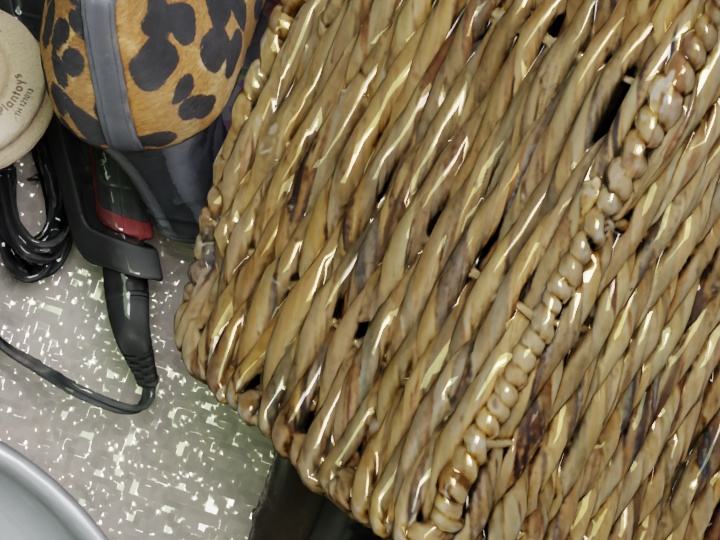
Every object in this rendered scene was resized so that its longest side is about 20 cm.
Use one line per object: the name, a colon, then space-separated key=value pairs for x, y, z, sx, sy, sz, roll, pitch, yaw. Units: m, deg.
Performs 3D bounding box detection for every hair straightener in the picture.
hair straightener: x=-0.095 y=-0.052 z=0.903 sx=0.077 sy=0.041 sz=0.201 roll=-18 pitch=79 yaw=35

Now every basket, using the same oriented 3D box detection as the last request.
basket: x=0.063 y=-0.025 z=0.785 sx=0.143 sy=0.149 sz=0.201 roll=36 pitch=102 yaw=43

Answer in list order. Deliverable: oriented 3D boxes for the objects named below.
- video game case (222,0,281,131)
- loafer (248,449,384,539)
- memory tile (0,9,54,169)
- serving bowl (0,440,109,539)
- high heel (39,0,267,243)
video game case: x=-0.009 y=-0.136 z=0.927 sx=0.143 sy=0.018 sz=0.201 roll=-4 pitch=81 yaw=0
loafer: x=0.000 y=0.000 z=0.880 sx=0.071 sy=0.073 sz=0.201 roll=14 pitch=88 yaw=22
memory tile: x=-0.181 y=0.003 z=0.808 sx=0.153 sy=0.017 sz=0.201 roll=14 pitch=68 yaw=12
serving bowl: x=-0.151 y=0.127 z=0.848 sx=0.199 sy=0.066 sz=0.201 roll=-1 pitch=99 yaw=-5
high heel: x=-0.050 y=-0.120 z=0.820 sx=0.071 sy=0.143 sz=0.201 roll=0 pitch=74 yaw=6
